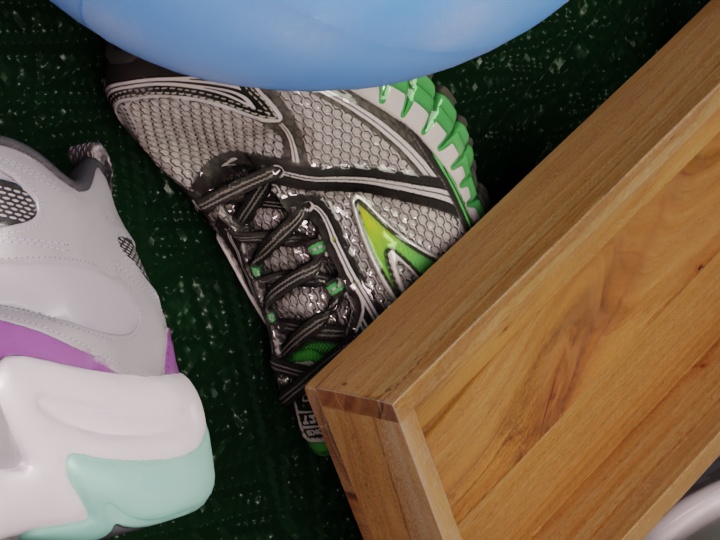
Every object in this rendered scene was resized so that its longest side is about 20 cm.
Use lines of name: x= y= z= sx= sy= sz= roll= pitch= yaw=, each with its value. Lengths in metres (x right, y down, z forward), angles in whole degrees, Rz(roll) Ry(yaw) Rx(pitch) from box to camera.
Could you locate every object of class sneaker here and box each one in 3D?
sneaker: x=-0.126 y=0.012 z=0.703 sx=0.200 sy=0.078 sz=0.140 roll=-17 pitch=94 yaw=-53
sneaker: x=0.000 y=0.000 z=0.817 sx=0.200 sy=0.078 sz=0.085 roll=44 pitch=57 yaw=-31

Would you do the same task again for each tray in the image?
tray: x=0.071 y=0.016 z=0.827 sx=0.200 sy=0.037 sz=0.099 roll=-42 pitch=126 yaw=-34

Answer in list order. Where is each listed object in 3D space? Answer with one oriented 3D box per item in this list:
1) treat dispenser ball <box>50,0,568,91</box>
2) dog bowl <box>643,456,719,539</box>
treat dispenser ball: x=-0.012 y=-0.143 z=0.701 sx=0.201 sy=0.201 sz=0.201 roll=8 pitch=78 yaw=-43
dog bowl: x=0.137 y=0.146 z=0.866 sx=0.200 sy=0.059 sz=0.201 roll=2 pitch=76 yaw=-7
